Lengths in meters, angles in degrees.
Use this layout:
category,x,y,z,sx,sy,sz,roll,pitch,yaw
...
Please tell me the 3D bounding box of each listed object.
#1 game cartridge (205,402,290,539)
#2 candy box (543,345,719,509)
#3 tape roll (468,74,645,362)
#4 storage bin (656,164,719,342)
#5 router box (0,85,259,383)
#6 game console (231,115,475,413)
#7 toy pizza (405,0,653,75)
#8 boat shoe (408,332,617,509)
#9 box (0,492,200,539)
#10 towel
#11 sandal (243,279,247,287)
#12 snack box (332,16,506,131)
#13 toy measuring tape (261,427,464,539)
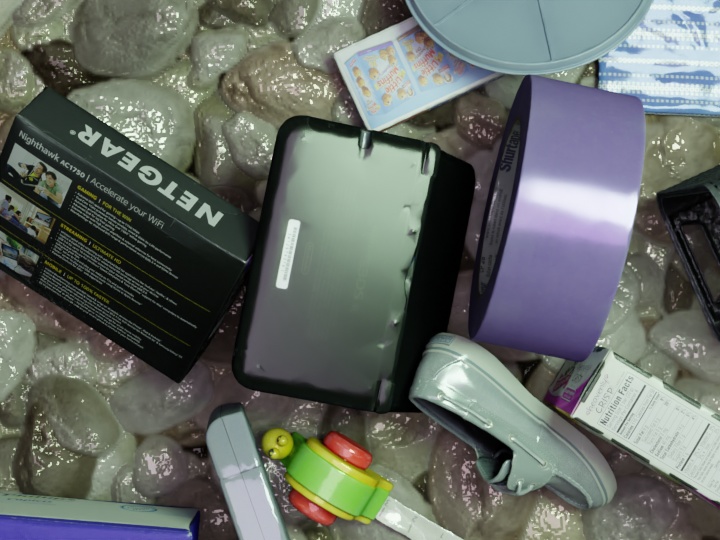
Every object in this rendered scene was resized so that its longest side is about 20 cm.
category,x,y,z,sx,sy,sz,roll,pitch,yaw
game cartridge,-0.072,0.200,1.175,0.041,0.133,0.200,-19,91,-1
candy box,0.246,0.131,1.179,0.200,0.136,0.061,32,89,-1
tape roll,0.141,-0.038,1.142,0.085,0.200,0.200,11,91,-1
storage bin,0.302,-0.017,1.144,0.094,0.200,0.135,-24,91,-1
router box,-0.184,-0.023,1.169,0.200,0.051,0.149,33,131,-1
game console,0.000,0.000,1.167,0.176,0.116,0.200,11,89,-10
toy pizza,0.129,-0.233,1.195,0.200,0.032,0.200,-2,67,4
boat shoe,0.112,0.132,1.185,0.201,0.070,0.072,42,65,-20
box,-0.223,0.279,1.188,0.184,0.105,0.200,5,90,-2
towel,0.263,-0.223,1.230,0.145,0.024,0.200,2,91,0
sandal,-0.074,-0.015,1.208,0.200,0.080,0.054,30,69,3
snack box,0.083,-0.179,1.226,0.200,0.024,0.072,-25,91,-1
toy measuring tape,0.009,0.182,1.208,0.200,0.074,0.074,32,90,-1
